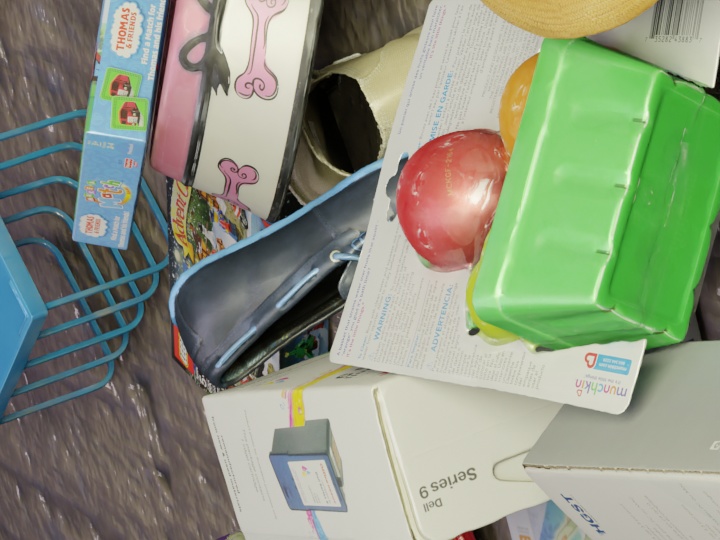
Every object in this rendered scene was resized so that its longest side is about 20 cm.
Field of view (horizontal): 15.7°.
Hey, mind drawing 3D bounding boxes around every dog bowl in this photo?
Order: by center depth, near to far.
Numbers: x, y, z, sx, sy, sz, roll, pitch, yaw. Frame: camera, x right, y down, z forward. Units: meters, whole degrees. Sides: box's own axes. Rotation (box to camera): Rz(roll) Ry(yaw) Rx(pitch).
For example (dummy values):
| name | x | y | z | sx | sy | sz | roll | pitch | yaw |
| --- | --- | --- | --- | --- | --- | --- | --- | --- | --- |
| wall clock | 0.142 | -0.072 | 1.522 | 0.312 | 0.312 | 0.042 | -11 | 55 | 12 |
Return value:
| name | x | y | z | sx | sy | sz | roll | pitch | yaw |
| --- | --- | --- | --- | --- | --- | --- | --- | --- | --- |
| dog bowl | -0.064 | -0.129 | 1.367 | 0.200 | 0.074 | 0.201 | -171 | 90 | -84 |

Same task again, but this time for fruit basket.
| name | x | y | z | sx | sy | sz | roll | pitch | yaw |
| --- | --- | --- | --- | --- | --- | --- | --- | --- | --- |
| fruit basket | 0.076 | -0.034 | 1.173 | 0.200 | 0.094 | 0.186 | 4 | 77 | 56 |

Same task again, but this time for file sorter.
| name | x | y | z | sx | sy | sz | roll | pitch | yaw |
| --- | --- | --- | --- | --- | --- | --- | --- | --- | --- |
| file sorter | -0.222 | 0.000 | 1.789 | 0.139 | 0.122 | 0.200 | 61 | 151 | 17 |

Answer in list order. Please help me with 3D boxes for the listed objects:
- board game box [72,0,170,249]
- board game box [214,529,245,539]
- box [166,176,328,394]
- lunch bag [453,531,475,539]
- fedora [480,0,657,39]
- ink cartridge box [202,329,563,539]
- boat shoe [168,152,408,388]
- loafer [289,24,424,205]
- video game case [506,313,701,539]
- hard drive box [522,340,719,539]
| name | x | y | z | sx | sy | sz | roll | pitch | yaw |
| --- | --- | --- | --- | --- | --- | --- | --- | --- | --- |
| board game box | -0.123 | -0.132 | 1.407 | 0.151 | 0.036 | 0.201 | 112 | 167 | -67 |
| board game box | -0.038 | 0.267 | 1.578 | 0.120 | 0.032 | 0.201 | 37 | 142 | 58 |
| box | -0.071 | 0.002 | 1.607 | 0.137 | 0.038 | 0.201 | 40 | 140 | 43 |
| lunch bag | 0.007 | 0.211 | 1.554 | 0.176 | 0.082 | 0.201 | 27 | 131 | 53 |
| fedora | 0.105 | -0.191 | 1.078 | 0.200 | 0.082 | 0.201 | 8 | 100 | 55 |
| ink cartridge box | 0.031 | 0.078 | 1.310 | 0.200 | 0.145 | 0.088 | -5 | 103 | 63 |
| boat shoe | 0.000 | 0.000 | 1.348 | 0.200 | 0.084 | 0.069 | -31 | 62 | 18 |
| loafer | -0.005 | -0.081 | 1.402 | 0.076 | 0.068 | 0.200 | 66 | 152 | 7 |
| video game case | 0.119 | 0.076 | 1.330 | 0.200 | 0.022 | 0.183 | 1 | 109 | 61 |
| hard drive box | 0.187 | 0.106 | 1.098 | 0.156 | 0.077 | 0.200 | 45 | 158 | -20 |
